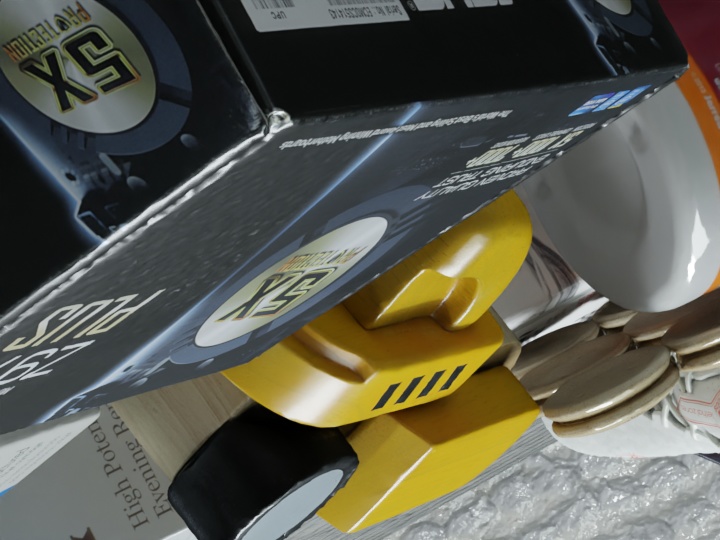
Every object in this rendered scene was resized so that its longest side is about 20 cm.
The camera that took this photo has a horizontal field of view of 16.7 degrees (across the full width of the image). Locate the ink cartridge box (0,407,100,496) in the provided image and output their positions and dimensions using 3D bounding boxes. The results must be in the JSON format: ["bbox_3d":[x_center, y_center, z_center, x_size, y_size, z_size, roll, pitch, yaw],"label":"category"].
[{"bbox_3d":[-0.192,0.063,0.726,0.200,0.067,0.116,-19,166,-45],"label":"ink cartridge box"}]

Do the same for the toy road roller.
[{"bbox_3d":[0.000,0.000,0.807,0.146,0.123,0.200,-46,163,25],"label":"toy road roller"}]

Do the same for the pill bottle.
[{"bbox_3d":[0.162,-0.073,0.890,0.200,0.114,0.114,-25,170,-23],"label":"pill bottle"}]

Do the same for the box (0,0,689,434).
[{"bbox_3d":[-0.042,-0.036,0.581,0.164,0.086,0.200,-34,170,30],"label":"box"}]

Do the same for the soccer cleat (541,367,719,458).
[{"bbox_3d":[0.146,0.045,0.992,0.200,0.069,0.085,-16,-159,38],"label":"soccer cleat"}]

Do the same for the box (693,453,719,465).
[{"bbox_3d":[0.244,0.016,1.047,0.104,0.200,0.182,8,101,-45],"label":"box"}]

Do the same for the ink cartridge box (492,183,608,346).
[{"bbox_3d":[0.040,-0.002,1.007,0.200,0.083,0.147,-28,170,-9],"label":"ink cartridge box"}]

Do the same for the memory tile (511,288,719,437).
[{"bbox_3d":[0.146,0.006,0.929,0.200,0.017,0.153,-28,-172,-7],"label":"memory tile"}]

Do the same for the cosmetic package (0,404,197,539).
[{"bbox_3d":[-0.131,0.079,0.893,0.200,0.102,0.074,-26,170,-22],"label":"cosmetic package"}]
